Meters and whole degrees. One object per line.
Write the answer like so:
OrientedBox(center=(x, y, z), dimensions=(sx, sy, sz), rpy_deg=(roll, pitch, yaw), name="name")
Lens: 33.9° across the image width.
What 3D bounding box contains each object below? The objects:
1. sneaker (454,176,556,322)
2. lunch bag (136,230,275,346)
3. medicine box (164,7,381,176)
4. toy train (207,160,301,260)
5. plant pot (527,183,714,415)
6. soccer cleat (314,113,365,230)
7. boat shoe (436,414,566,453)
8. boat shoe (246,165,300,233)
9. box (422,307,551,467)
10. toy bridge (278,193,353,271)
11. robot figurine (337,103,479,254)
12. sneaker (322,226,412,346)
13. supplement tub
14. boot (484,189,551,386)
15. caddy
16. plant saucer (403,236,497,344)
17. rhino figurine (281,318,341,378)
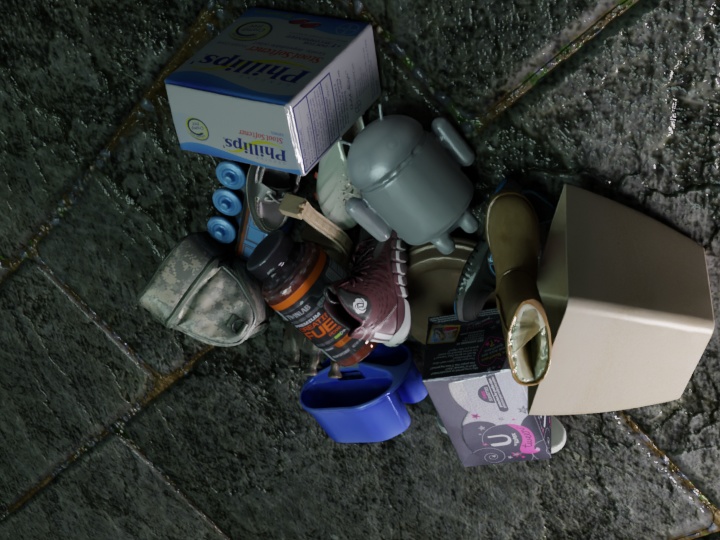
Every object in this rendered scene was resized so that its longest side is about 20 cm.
OrientedBox(center=(0.177, -0.013, 1.480), dimensions=(0.082, 0.073, 0.201), rpy_deg=(23, 117, 4), name="sneaker")
OrientedBox(center=(-0.214, 0.039, 1.756), dimensions=(0.168, 0.140, 0.200), rpy_deg=(39, -177, 2), name="lunch bag")
OrientedBox(center=(-0.102, -0.222, 1.435), dimensions=(0.181, 0.200, 0.103), rpy_deg=(14, 133, 27), name="medicine box")
OrientedBox(center=(-0.146, -0.100, 1.673), dimensions=(0.114, 0.087, 0.201), rpy_deg=(23, 134, 6), name="toy train")
OrientedBox(center=(0.302, 0.048, 1.379), dimensions=(0.176, 0.201, 0.200), rpy_deg=(10, 135, 0), name="plant pot")
OrientedBox(center=(-0.020, -0.132, 1.552), dimensions=(0.077, 0.069, 0.201), rpy_deg=(28, 138, 39), name="soccer cleat")
OrientedBox(center=(0.210, 0.235, 1.722), dimensions=(0.200, 0.070, 0.072), rpy_deg=(7, 149, 31), name="boat shoe")
OrientedBox(center=(-0.109, -0.139, 1.562), dimensions=(0.057, 0.066, 0.201), rpy_deg=(-135, 50, -63), name="boat shoe")
OrientedBox(center=(0.175, 0.159, 1.582), dimensions=(0.131, 0.115, 0.200), rpy_deg=(-9, 135, 18), name="box")
OrientedBox(center=(-0.048, -0.045, 1.615), dimensions=(0.067, 0.027, 0.200), rpy_deg=(17, 163, 24), name="toy bridge")
OrientedBox(center=(0.061, -0.112, 1.468), dimensions=(0.200, 0.170, 0.113), rpy_deg=(47, -178, -19), name="robot figurine")
OrientedBox(center=(0.000, 0.000, 1.554), dimensions=(0.076, 0.115, 0.201), rpy_deg=(-39, 54, 51), name="sneaker")
OrientedBox(center=(-0.061, 0.034, 1.608), dimensions=(0.200, 0.107, 0.107), rpy_deg=(42, 141, -21), name="supplement tub")
OrientedBox(center=(0.185, 0.013, 1.352), dimensions=(0.066, 0.200, 0.176), rpy_deg=(-8, 106, 6), name="boot")
OrientedBox(center=(0.001, 0.174, 1.758), dimensions=(0.199, 0.142, 0.105), rpy_deg=(-9, 123, 40), name="caddy")
OrientedBox(center=(0.130, 0.042, 1.596), dimensions=(0.199, 0.030, 0.201), rpy_deg=(9, 129, 12), name="plant saucer")
OrientedBox(center=(-0.079, 0.102, 1.767), dimensions=(0.200, 0.059, 0.088), rpy_deg=(-167, 80, -66), name="rhino figurine")
